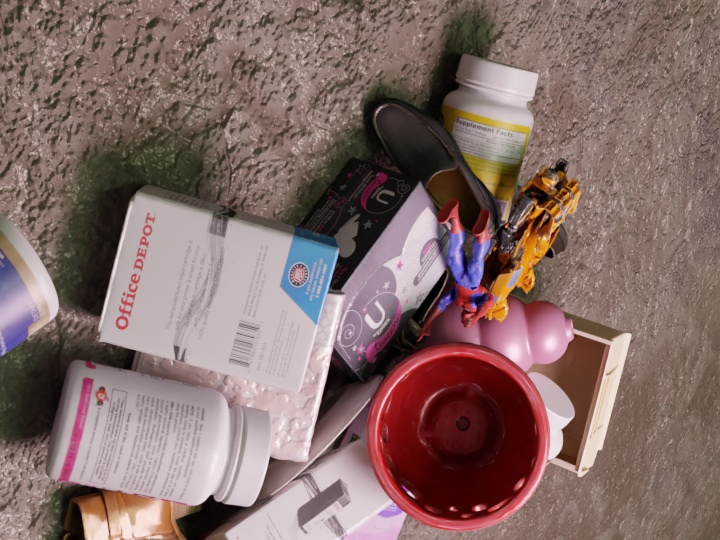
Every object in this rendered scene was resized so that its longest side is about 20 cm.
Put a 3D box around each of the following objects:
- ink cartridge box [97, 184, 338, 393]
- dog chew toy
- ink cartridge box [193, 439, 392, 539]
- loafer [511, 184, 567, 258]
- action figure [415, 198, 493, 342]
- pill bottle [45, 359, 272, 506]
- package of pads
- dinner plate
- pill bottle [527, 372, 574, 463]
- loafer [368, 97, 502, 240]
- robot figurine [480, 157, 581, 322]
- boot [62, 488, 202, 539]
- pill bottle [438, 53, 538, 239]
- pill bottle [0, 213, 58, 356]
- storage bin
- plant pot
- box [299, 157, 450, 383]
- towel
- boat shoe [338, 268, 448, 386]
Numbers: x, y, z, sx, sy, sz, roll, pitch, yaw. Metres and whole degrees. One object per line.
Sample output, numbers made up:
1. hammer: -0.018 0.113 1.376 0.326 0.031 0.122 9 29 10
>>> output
1. ink cartridge box: -0.134 0.015 1.117 0.198 0.084 0.147 16 99 -5
2. dog chew toy: 0.167 0.084 1.463 0.124 0.198 0.126 -8 90 -75
3. ink cartridge box: -0.078 0.285 1.321 0.199 0.144 0.084 -29 87 -30
4. loafer: 0.200 -0.064 1.534 0.200 0.073 0.072 35 86 -40
5. action figure: 0.107 0.021 1.299 0.099 0.065 0.201 -58 156 -25
6. pill bottle: -0.192 0.162 1.120 0.198 0.113 0.114 14 99 -15
7. package of pads: 0.024 0.253 1.484 0.120 0.075 0.202 20 93 -53
8. dinner plate: -0.052 0.182 1.320 0.024 0.200 0.200 47 66 -2
9. pill bottle: 0.178 0.225 1.477 0.112 0.113 0.200 8 128 -48
10. loafer: 0.086 -0.115 1.309 0.073 0.200 0.072 -45 -176 12
11. robot figurine: 0.196 -0.038 1.363 0.145 0.058 0.201 -43 161 -42
12. boot: -0.243 0.309 1.233 0.154 0.073 0.202 -9 102 -45
13. pill bottle: 0.143 -0.148 1.392 0.114 0.114 0.202 1 107 -47
14. pill bottle: -0.358 0.045 0.951 0.200 0.115 0.116 -39 132 -27
15. storage bin: 0.234 0.149 1.554 0.093 0.199 0.201 -13 118 -59
16. plant pot: 0.112 0.183 1.324 0.202 0.199 0.182 -64 173 -1
17. box: 0.000 0.000 1.310 0.201 0.114 0.132 -53 137 -14
18. towel: -0.128 0.089 1.190 0.198 0.032 0.193 14 100 -7
19. boat shoe: 0.041 0.063 1.413 0.074 0.073 0.201 30 85 -49
